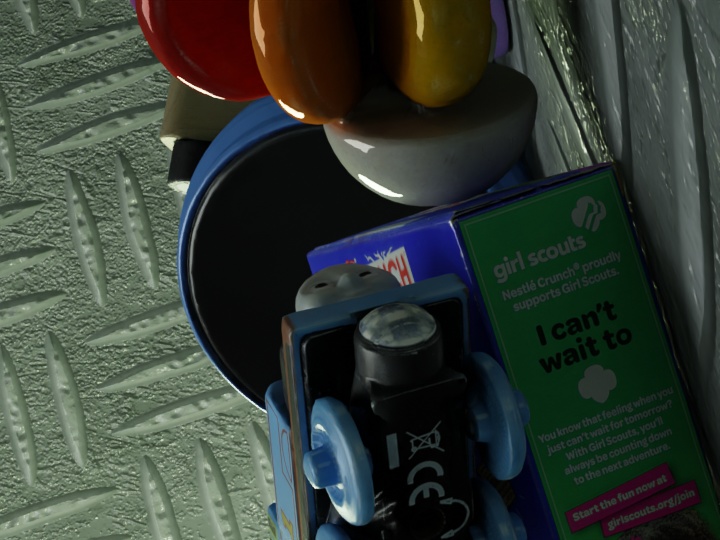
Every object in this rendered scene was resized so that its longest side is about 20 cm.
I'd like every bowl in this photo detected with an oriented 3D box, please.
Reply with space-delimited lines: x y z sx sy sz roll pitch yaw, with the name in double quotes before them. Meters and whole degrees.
"bowl" 0.000 0.000 1.224 0.039 0.199 0.202 -63 -41 -61

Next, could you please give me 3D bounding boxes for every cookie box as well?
"cookie box" 0.066 0.069 0.946 0.171 0.075 0.201 -10 99 70

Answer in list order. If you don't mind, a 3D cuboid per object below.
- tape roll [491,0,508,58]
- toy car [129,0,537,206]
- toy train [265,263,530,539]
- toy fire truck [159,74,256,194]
"tape roll" 0.010 -0.189 1.141 0.200 0.065 0.201 163 90 -90
"toy car" -0.019 -0.122 0.923 0.200 0.149 0.176 -109 9 -65
"toy train" 0.009 0.089 0.885 0.114 0.086 0.201 -130 29 -54
"toy fire truck" -0.004 -0.081 1.343 0.200 0.175 0.130 50 -131 -76
